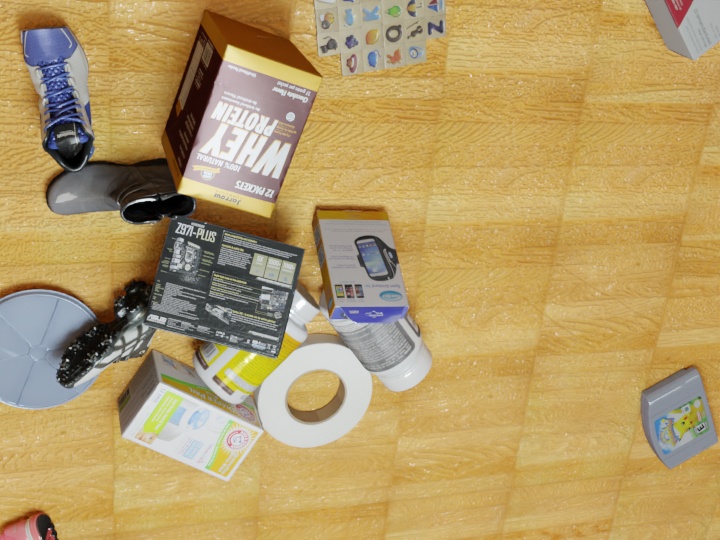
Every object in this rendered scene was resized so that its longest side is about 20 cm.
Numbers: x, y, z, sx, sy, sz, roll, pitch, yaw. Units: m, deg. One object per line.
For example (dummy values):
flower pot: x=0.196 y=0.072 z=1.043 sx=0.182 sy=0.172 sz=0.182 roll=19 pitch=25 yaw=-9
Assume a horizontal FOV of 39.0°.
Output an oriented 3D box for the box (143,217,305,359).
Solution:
box: x=-0.195 y=0.026 z=1.470 sx=0.198 sy=0.086 sz=0.165 roll=14 pitch=84 yaw=-4

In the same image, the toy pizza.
toy pizza: x=-0.481 y=0.116 z=1.516 sx=0.198 sy=0.032 sz=0.202 roll=-7 pitch=116 yaw=-15

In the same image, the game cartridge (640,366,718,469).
game cartridge: x=0.616 y=0.293 z=1.973 sx=0.132 sy=0.041 sz=0.201 roll=-27 pitch=120 yaw=0

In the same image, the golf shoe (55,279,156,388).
golf shoe: x=-0.357 y=0.111 z=1.501 sx=0.200 sy=0.077 sz=0.095 roll=-47 pitch=136 yaw=-21

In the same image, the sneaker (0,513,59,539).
sneaker: x=-0.529 y=0.487 z=1.671 sx=0.086 sy=0.074 sz=0.202 roll=-12 pitch=115 yaw=3

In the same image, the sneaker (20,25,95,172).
sneaker: x=-0.387 y=-0.216 z=1.335 sx=0.080 sy=0.115 sz=0.201 roll=-13 pitch=117 yaw=-14

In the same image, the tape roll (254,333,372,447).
tape roll: x=-0.079 y=0.202 z=1.692 sx=0.201 sy=0.037 sz=0.205 roll=-8 pitch=117 yaw=-16

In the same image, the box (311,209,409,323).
box: x=0.000 y=0.000 z=1.531 sx=0.118 sy=0.202 sz=0.042 roll=1 pitch=147 yaw=-19

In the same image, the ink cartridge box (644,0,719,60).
ink cartridge box: x=0.543 y=-0.447 z=1.556 sx=0.199 sy=0.083 sz=0.146 roll=-38 pitch=120 yaw=3

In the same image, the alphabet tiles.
alphabet tiles: x=0.030 y=-0.372 z=1.464 sx=0.198 sy=0.006 sz=0.168 roll=-12 pitch=119 yaw=-13

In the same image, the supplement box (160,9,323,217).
supplement box: x=-0.166 y=-0.213 z=1.365 sx=0.132 sy=0.198 sz=0.201 roll=14 pitch=111 yaw=-24

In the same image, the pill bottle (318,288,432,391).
pill bottle: x=0.029 y=0.095 z=1.631 sx=0.113 sy=0.114 sz=0.201 roll=-35 pitch=121 yaw=1

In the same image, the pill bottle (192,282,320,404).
pill bottle: x=-0.158 y=0.103 z=1.574 sx=0.200 sy=0.109 sz=0.109 roll=-44 pitch=120 yaw=6

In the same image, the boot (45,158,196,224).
boot: x=-0.333 y=-0.102 z=1.400 sx=0.198 sy=0.132 sz=0.070 roll=-15 pitch=120 yaw=-11

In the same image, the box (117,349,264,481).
box: x=-0.267 y=0.230 z=1.603 sx=0.199 sy=0.101 sz=0.113 roll=31 pitch=103 yaw=-29
